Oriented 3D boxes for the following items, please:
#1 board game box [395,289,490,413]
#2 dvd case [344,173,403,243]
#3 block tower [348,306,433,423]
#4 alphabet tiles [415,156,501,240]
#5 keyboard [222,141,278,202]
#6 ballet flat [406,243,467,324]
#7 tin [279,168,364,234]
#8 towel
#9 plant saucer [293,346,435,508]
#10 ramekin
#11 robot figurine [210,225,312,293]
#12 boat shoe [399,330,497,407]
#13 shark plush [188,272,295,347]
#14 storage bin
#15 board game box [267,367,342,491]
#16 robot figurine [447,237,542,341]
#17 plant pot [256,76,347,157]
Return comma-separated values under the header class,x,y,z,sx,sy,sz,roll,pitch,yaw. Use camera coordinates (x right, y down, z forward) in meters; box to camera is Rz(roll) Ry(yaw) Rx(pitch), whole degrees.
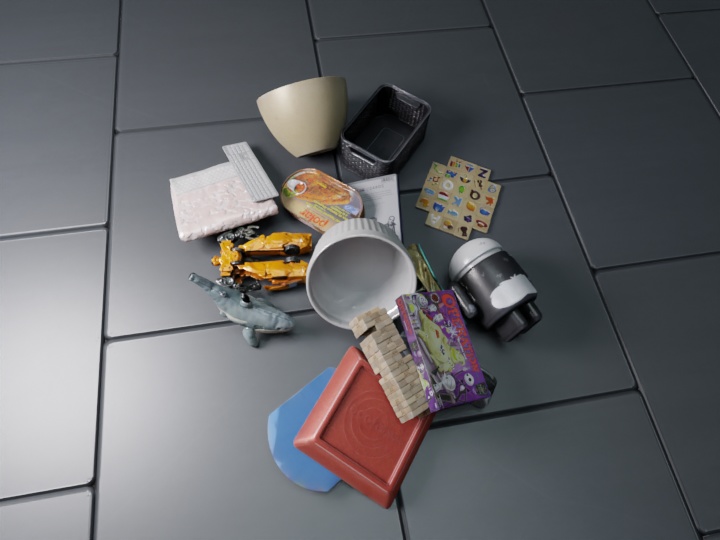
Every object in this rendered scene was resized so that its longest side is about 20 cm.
class,x,y,z,sx,sy,sz,roll,pitch,yaw
board game box,0.142,0.133,0.877,0.119,0.032,0.202,-2,65,-36
dvd case,0.012,-0.102,1.056,0.149,0.025,0.202,-8,62,13
block tower,0.055,0.160,0.866,0.057,0.054,0.201,-23,75,-31
alphabet tiles,0.220,-0.165,1.135,0.165,0.006,0.201,21,64,6
keyboard,-0.236,-0.213,1.079,0.056,0.011,0.201,-22,54,-18
ballet flat,0.135,0.040,1.002,0.070,0.071,0.201,-23,68,-14
tin,-0.080,-0.140,1.064,0.199,0.042,0.112,32,72,24
towel,-0.291,-0.155,1.060,0.198,0.032,0.192,-19,52,-12
plant saucer,0.020,0.262,0.867,0.199,0.037,0.201,35,65,-4
ramekin,0.000,0.000,0.937,0.198,0.202,0.105,0,30,-3
robot figurine,-0.193,-0.018,1.008,0.198,0.058,0.146,-3,64,-6
boat shoe,0.162,0.164,0.932,0.198,0.074,0.068,33,60,10
shark plush,-0.212,0.052,0.921,0.200,0.083,0.091,45,57,-19
storage bin,0.055,-0.305,1.146,0.134,0.094,0.201,30,65,12
board game box,-0.061,0.274,0.880,0.199,0.039,0.159,-36,85,-24
robot figurine,0.255,0.034,0.976,0.125,0.150,0.201,-40,68,18
plant pot,-0.111,-0.324,1.109,0.198,0.200,0.136,-17,100,-11
